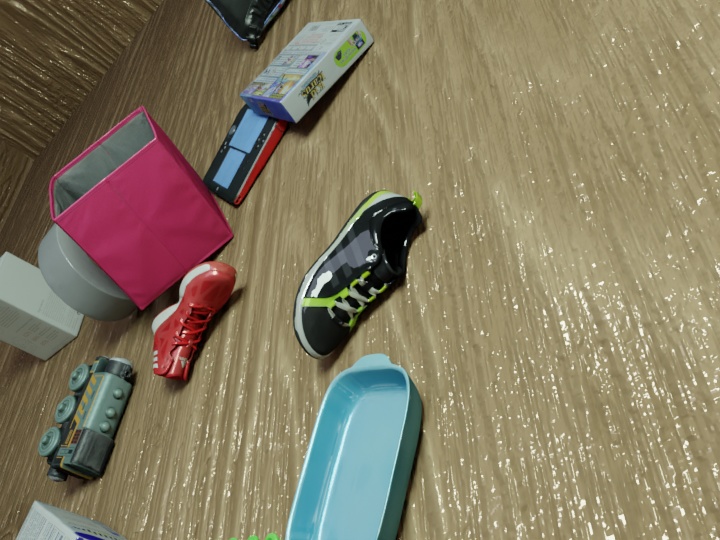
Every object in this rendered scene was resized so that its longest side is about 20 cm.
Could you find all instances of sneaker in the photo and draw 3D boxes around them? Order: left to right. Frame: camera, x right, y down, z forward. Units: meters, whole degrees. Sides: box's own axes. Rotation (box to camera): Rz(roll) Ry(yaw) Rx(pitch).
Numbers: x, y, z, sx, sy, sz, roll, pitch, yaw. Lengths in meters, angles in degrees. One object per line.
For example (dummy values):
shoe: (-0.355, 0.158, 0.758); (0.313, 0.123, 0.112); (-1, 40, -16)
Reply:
sneaker: (-0.231, 0.085, 0.955); (0.200, 0.077, 0.118); (-46, 40, 37)
sneaker: (0.000, 0.000, 0.708); (0.082, 0.071, 0.204); (15, 75, 54)

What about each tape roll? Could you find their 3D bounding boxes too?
tape roll: (-0.462, -0.011, 1.207); (0.066, 0.199, 0.203); (-39, 36, 20)

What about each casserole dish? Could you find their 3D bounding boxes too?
casserole dish: (-0.001, 0.174, 0.592); (0.119, 0.038, 0.205); (-14, 53, 46)

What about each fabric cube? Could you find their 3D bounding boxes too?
fabric cube: (-0.354, -0.104, 1.102); (0.198, 0.201, 0.196); (-38, 36, -3)

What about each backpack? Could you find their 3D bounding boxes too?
backpack: (-0.233, -0.617, 1.458); (0.189, 0.200, 0.155); (-38, 23, 19)

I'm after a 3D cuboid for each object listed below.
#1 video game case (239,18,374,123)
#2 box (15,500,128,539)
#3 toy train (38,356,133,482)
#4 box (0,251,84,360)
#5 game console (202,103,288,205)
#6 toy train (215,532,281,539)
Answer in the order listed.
video game case: (-0.092, -0.325, 1.104); (0.182, 0.046, 0.199); (-47, 31, -8)
box: (-0.364, 0.399, 0.814); (0.197, 0.104, 0.188); (-5, 58, 51)
toy train: (-0.419, 0.228, 1.064); (0.111, 0.085, 0.204); (-8, 53, 34)
box: (-0.712, 0.081, 1.457); (0.150, 0.199, 0.109); (-28, 41, 33)
game console: (-0.207, -0.211, 1.200); (0.179, 0.031, 0.199); (-58, 32, -2)
toy train: (-0.124, 0.289, 0.655); (0.197, 0.041, 0.058); (-24, 54, 40)
